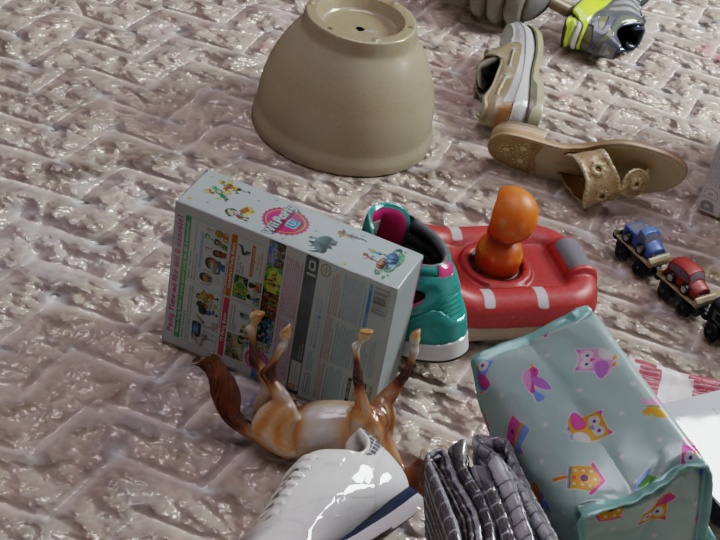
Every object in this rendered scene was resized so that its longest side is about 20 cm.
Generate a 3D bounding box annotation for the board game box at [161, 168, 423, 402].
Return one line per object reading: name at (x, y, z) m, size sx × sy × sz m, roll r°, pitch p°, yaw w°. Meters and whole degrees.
board game box at (-0.060, 0.022, 1.231) m, size 0.198 × 0.149 × 0.064 m, roll 21°, pitch 37°, yaw 12°

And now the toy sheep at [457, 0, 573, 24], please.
toy sheep at (0.179, -0.372, 1.856) m, size 0.199 × 0.139 × 0.138 m, roll 31°, pitch 39°, yaw 17°

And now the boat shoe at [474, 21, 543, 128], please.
boat shoe at (0.166, -0.226, 1.699) m, size 0.068 × 0.075 × 0.201 m, roll 13°, pitch 36°, yaw -7°

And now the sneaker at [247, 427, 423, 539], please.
sneaker at (-0.039, 0.179, 1.068) m, size 0.199 × 0.076 × 0.081 m, roll -20°, pitch 74°, yaw -51°

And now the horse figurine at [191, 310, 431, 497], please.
horse figurine at (-0.032, 0.105, 1.169) m, size 0.197 × 0.134 × 0.050 m, roll 6°, pitch 14°, yaw 5°

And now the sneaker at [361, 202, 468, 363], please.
sneaker at (0.000, 0.000, 1.276) m, size 0.198 × 0.122 × 0.084 m, roll 11°, pitch 26°, yaw 24°

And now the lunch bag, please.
lunch bag at (0.169, 0.158, 1.076) m, size 0.121 × 0.201 × 0.171 m, roll -23°, pitch 46°, yaw -9°

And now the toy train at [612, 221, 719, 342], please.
toy train at (0.311, 0.012, 1.439) m, size 0.034 × 0.046 × 0.200 m, roll -13°, pitch 42°, yaw -31°

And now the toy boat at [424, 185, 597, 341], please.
toy boat at (0.124, -0.018, 1.353) m, size 0.197 × 0.132 × 0.131 m, roll -2°, pitch 37°, yaw -19°

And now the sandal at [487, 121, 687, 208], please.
sandal at (0.229, -0.095, 1.559) m, size 0.209 × 0.078 × 0.070 m, roll 14°, pitch 55°, yaw 13°

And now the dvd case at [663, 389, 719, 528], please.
dvd case at (0.343, 0.154, 1.252) m, size 0.198 × 0.018 × 0.143 m, roll -8°, pitch 47°, yaw -34°

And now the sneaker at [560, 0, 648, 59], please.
sneaker at (0.328, -0.315, 1.883) m, size 0.081 × 0.074 × 0.200 m, roll 34°, pitch 48°, yaw 18°

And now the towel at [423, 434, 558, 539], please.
towel at (0.088, 0.228, 0.979) m, size 0.084 × 0.167 × 0.201 m, roll -11°, pitch 38°, yaw -10°

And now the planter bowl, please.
planter bowl at (-0.009, -0.211, 1.577) m, size 0.197 × 0.136 × 0.201 m, roll 8°, pitch 35°, yaw -6°

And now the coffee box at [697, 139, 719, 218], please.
coffee box at (0.505, -0.147, 1.580) m, size 0.196 × 0.201 × 0.200 m, roll 27°, pitch 38°, yaw 20°

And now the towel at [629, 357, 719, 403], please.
towel at (0.253, 0.129, 1.285) m, size 0.198 × 0.023 × 0.145 m, roll 15°, pitch 37°, yaw 5°
